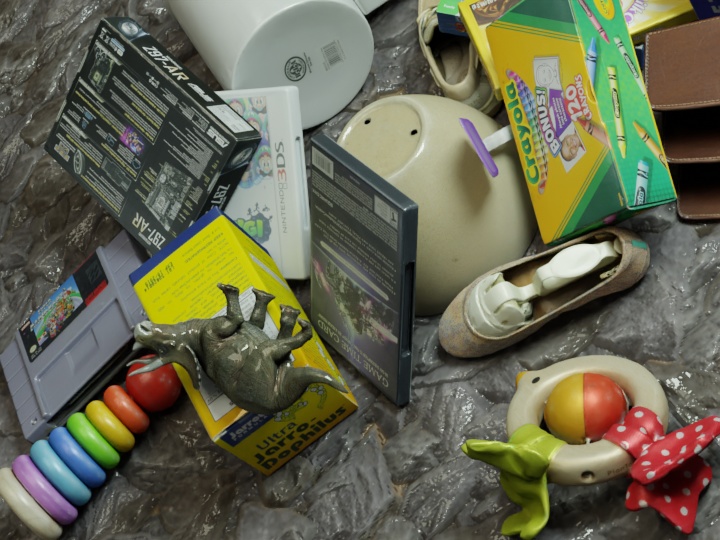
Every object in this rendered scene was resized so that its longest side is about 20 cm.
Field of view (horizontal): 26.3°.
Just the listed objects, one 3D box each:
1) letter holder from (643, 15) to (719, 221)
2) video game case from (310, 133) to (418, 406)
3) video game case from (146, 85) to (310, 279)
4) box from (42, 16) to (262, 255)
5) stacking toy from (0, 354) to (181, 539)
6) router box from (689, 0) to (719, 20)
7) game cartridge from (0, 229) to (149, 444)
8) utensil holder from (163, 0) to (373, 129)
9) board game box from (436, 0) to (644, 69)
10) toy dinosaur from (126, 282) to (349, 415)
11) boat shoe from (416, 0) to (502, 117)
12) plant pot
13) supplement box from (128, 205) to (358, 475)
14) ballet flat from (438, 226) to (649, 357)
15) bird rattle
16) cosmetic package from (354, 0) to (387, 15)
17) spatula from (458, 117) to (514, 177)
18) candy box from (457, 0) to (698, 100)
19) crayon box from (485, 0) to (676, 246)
[{"bbox_3d":[0.340,-0.130,1.250,0.198,0.101,0.143,-9,58,28],"label":"letter holder"},{"bbox_3d":[0.000,0.000,1.335,0.019,0.202,0.143,-20,39,-28],"label":"video game case"},{"bbox_3d":[-0.137,-0.083,1.507,0.198,0.024,0.184,0,100,34],"label":"video game case"},{"bbox_3d":[-0.207,-0.125,1.505,0.200,0.043,0.161,41,119,20],"label":"box"},{"bbox_3d":[-0.248,0.161,1.462,0.200,0.086,0.085,-43,47,-8],"label":"stacking toy"},{"bbox_3d":[0.317,-0.323,1.326,0.048,0.200,0.181,4,64,34],"label":"router box"},{"bbox_3d":[-0.281,0.065,1.549,0.200,0.038,0.130,-44,50,13],"label":"game cartridge"},{"bbox_3d":[-0.097,-0.262,1.578,0.169,0.170,0.201,-37,49,6],"label":"utensil holder"},{"bbox_3d":[0.185,-0.271,1.446,0.198,0.035,0.136,13,67,17],"label":"board game box"},{"bbox_3d":[-0.088,0.074,1.273,0.199,0.077,0.103,25,97,21],"label":"toy dinosaur"},{"bbox_3d":[0.089,-0.233,1.504,0.072,0.065,0.201,-24,50,18],"label":"boat shoe"},{"bbox_3d":[0.047,-0.080,1.383,0.199,0.134,0.202,-17,52,24],"label":"plant pot"},{"bbox_3d":[-0.106,0.063,1.385,0.108,0.109,0.201,-37,56,7],"label":"supplement box"},{"bbox_3d":[0.145,0.013,1.293,0.199,0.067,0.069,-28,73,15],"label":"ballet flat"},{"bbox_3d":[0.180,0.122,1.190,0.198,0.113,0.164,-17,36,19],"label":"bird rattle"},{"bbox_3d":[0.025,-0.411,1.586,0.199,0.165,0.165,-33,47,1],"label":"cosmetic package"},{"bbox_3d":[0.128,-0.118,1.344,0.020,0.200,0.057,-30,90,29],"label":"spatula"},{"bbox_3d":[0.197,-0.235,1.389,0.198,0.026,0.103,-22,67,2],"label":"candy box"},{"bbox_3d":[0.182,-0.134,1.289,0.119,0.058,0.202,-27,76,58],"label":"crayon box"}]
